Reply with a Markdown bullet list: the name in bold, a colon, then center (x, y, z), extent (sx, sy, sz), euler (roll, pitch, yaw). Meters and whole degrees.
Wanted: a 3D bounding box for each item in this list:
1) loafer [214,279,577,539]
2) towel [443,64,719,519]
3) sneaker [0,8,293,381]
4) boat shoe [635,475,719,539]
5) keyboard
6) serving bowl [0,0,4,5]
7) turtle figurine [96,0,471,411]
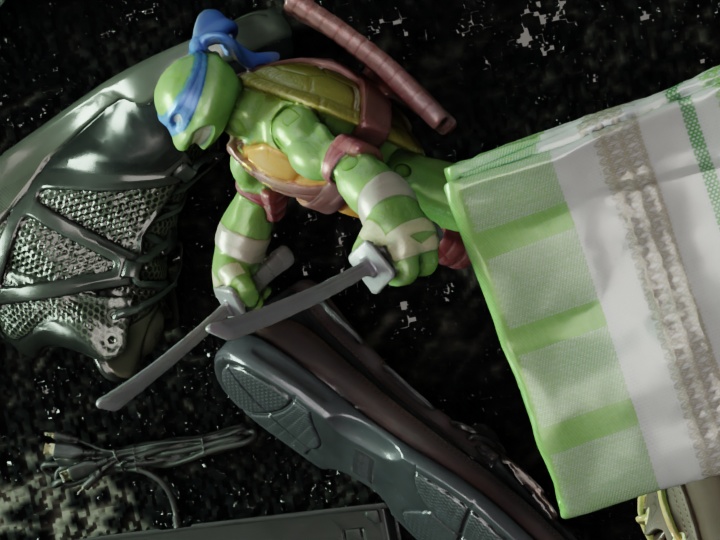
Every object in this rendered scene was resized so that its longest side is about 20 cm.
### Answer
- **loafer**: center (0.032, 0.075, 1.159), extent (0.200, 0.072, 0.063), euler (35, 64, 8)
- **towel**: center (0.146, -0.003, 1.005), extent (0.199, 0.031, 0.150), euler (-20, 93, 7)
- **sneaker**: center (-0.091, -0.028, 1.176), extent (0.199, 0.076, 0.114), euler (-35, 88, 19)
- **boat shoe**: center (0.143, 0.103, 1.079), extent (0.059, 0.200, 0.072), euler (-36, 131, 10)
- **keyboard**: center (-0.078, 0.127, 1.217), extent (0.199, 0.021, 0.128), euler (-8, 100, 15)
- **serving bowl**: center (-0.225, -0.182, 1.198), extent (0.199, 0.066, 0.201), euler (2, 97, 15)
- **turtle figurine**: center (0.000, 0.000, 1.088), extent (0.193, 0.201, 0.144), euler (13, 140, -19)
